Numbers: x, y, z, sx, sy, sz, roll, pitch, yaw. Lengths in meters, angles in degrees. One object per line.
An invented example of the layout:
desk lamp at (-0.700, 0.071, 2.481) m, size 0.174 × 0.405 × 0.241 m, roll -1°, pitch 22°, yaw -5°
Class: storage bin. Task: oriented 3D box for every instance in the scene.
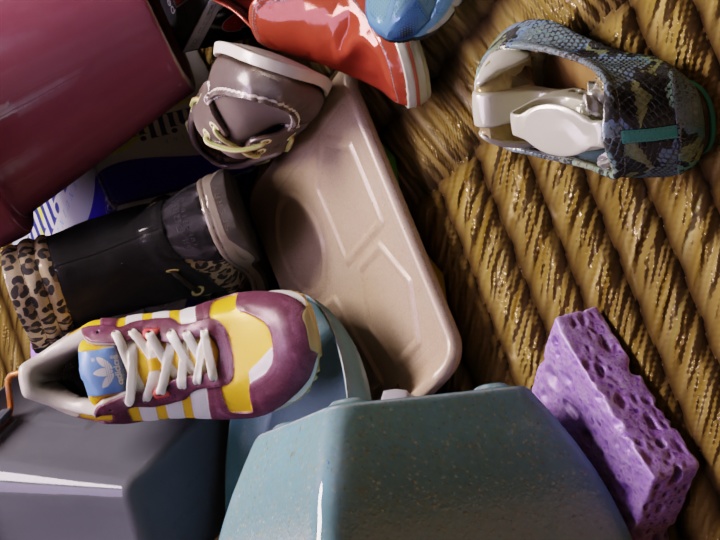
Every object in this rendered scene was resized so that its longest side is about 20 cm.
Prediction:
storage bin at (-0.151, 0.117, 1.863) m, size 0.134 × 0.200 × 0.146 m, roll 2°, pitch 117°, yaw 30°

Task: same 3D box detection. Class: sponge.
sponge at (0.117, 0.127, 1.574) m, size 0.112 × 0.030 × 0.200 m, roll 58°, pitch 151°, yaw 34°

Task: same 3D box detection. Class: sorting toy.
sorting toy at (0.000, 0.000, 1.746) m, size 0.185 × 0.036 × 0.200 m, roll -49°, pitch 55°, yaw 60°

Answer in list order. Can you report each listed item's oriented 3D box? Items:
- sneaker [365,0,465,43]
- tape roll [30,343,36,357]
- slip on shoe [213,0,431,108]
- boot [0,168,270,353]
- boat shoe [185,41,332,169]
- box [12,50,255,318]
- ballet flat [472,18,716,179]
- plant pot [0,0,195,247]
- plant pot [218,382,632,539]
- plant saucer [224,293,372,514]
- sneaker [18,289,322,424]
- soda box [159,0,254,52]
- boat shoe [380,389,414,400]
sneaker at (0.008, -0.211, 1.543) m, size 0.078 × 0.090 × 0.200 m, roll 40°, pitch 138°, yaw 51°
tape roll at (-0.162, 0.097, 2.085) m, size 0.200 × 0.066 × 0.200 m, roll 42°, pitch 140°, yaw 49°
slip on shoe at (-0.030, -0.143, 1.668) m, size 0.200 × 0.061 × 0.074 m, roll 39°, pitch 154°, yaw 37°
boot at (-0.135, 0.002, 1.829) m, size 0.200 × 0.150 × 0.073 m, roll 84°, pitch 167°, yaw -81°
boat shoe at (-0.064, -0.092, 1.721) m, size 0.200 × 0.072 × 0.060 m, roll 178°, pitch 114°, yaw -81°
box at (-0.171, -0.082, 1.963) m, size 0.200 × 0.105 × 0.184 m, roll 62°, pitch 152°, yaw 24°
ballet flat at (0.093, -0.083, 1.466) m, size 0.200 × 0.074 × 0.074 m, roll 13°, pitch 115°, yaw 62°
plant pot at (-0.205, -0.129, 1.783) m, size 0.200 × 0.179 × 0.200 m, roll -25°, pitch -90°, yaw -87°
plant pot at (0.031, 0.166, 1.534) m, size 0.196 × 0.195 × 0.200 m, roll 154°, pitch 110°, yaw -65°
plant saucer at (-0.033, 0.114, 1.742) m, size 0.200 × 0.027 × 0.201 m, roll -175°, pitch 90°, yaw -68°
sneaker at (-0.110, 0.056, 1.724) m, size 0.200 × 0.090 × 0.075 m, roll -16°, pitch 83°, yaw 44°
soda box at (-0.108, -0.236, 1.798) m, size 0.200 × 0.063 × 0.071 m, roll 66°, pitch 153°, yaw 18°
boat shoe at (0.043, 0.145, 1.692) m, size 0.074 × 0.067 × 0.200 m, roll -81°, pitch -9°, yaw -46°
